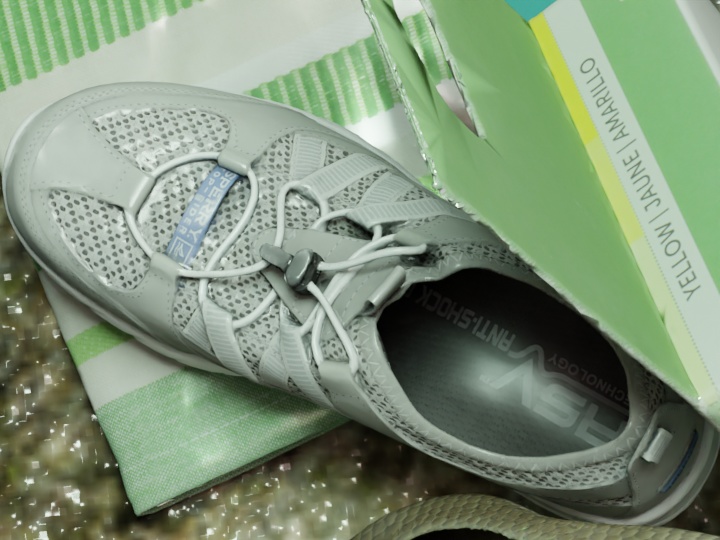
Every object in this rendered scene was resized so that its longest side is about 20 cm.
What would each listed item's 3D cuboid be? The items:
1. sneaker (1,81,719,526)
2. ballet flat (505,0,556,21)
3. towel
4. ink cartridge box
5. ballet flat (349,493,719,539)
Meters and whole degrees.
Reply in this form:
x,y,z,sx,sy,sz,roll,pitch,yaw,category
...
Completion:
x,y,z,sx,sy,sz,roll,pitch,yaw,category
0.000,0.000,0.735,0.200,0.082,0.075,22,84,9,sneaker
0.073,-0.112,0.831,0.072,0.072,0.200,5,88,-6,ballet flat
-0.029,-0.053,0.806,0.152,0.023,0.200,-24,76,2,towel
0.073,-0.026,0.694,0.048,0.200,0.146,-35,42,14,ink cartridge box
0.035,0.088,0.691,0.046,0.200,0.068,2,87,-33,ballet flat
